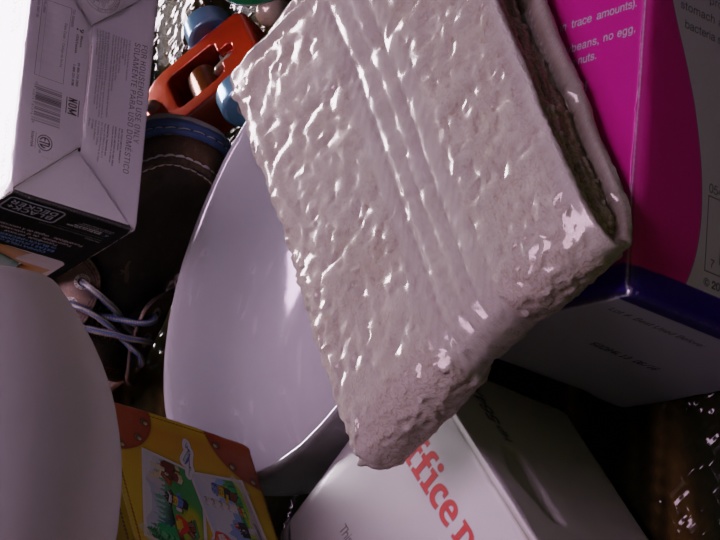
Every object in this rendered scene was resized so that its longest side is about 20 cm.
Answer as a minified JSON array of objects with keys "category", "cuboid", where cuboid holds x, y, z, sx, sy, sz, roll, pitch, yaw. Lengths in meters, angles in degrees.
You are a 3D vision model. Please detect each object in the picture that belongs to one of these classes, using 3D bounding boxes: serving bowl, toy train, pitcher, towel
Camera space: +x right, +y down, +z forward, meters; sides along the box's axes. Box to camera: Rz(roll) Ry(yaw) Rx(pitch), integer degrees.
[{"category":"serving bowl","cuboid":[0.000,0.000,1.110,0.200,0.066,0.201,-40,38,41]},{"category":"toy train","cuboid":[-0.099,-0.092,1.293,0.150,0.056,0.200,-42,39,8]},{"category":"pitcher","cuboid":[-0.151,0.108,0.968,0.171,0.121,0.201,155,115,-62]},{"category":"towel","cuboid":[0.020,-0.041,0.985,0.133,0.034,0.201,-46,43,30]}]

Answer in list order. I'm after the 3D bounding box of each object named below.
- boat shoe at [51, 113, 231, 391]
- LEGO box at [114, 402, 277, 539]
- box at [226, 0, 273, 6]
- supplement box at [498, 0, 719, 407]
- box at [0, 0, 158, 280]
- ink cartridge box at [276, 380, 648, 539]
[{"category":"boat shoe","cuboid":[-0.113,0.017,1.233,0.200,0.072,0.073,-53,26,36]},{"category":"LEGO box","cuboid":[-0.086,0.174,1.002,0.149,0.077,0.200,-48,42,27]},{"category":"box","cuboid":[0.010,-0.189,1.114,0.200,0.048,0.117,-34,41,-2]},{"category":"supplement box","cuboid":[0.101,-0.065,1.006,0.103,0.101,0.201,-14,63,47]},{"category":"box","cuboid":[-0.167,-0.046,1.226,0.200,0.060,0.117,-29,52,50]},{"category":"ink cartridge box","cuboid":[0.019,0.156,1.014,0.200,0.084,0.146,-53,40,19]}]
